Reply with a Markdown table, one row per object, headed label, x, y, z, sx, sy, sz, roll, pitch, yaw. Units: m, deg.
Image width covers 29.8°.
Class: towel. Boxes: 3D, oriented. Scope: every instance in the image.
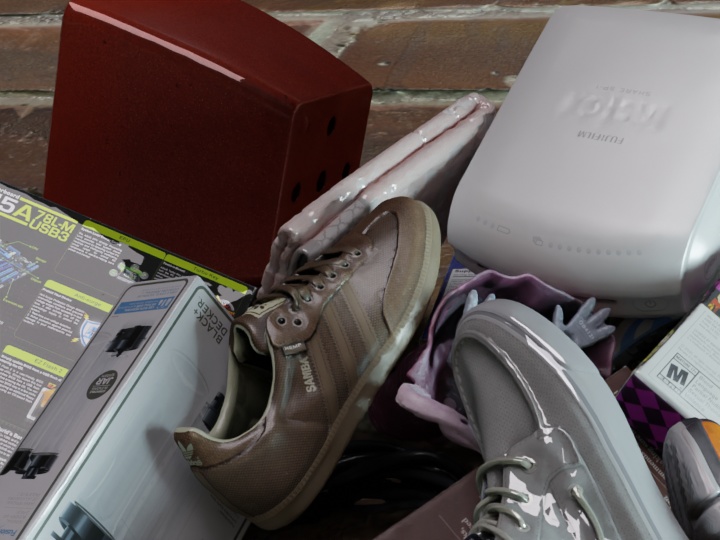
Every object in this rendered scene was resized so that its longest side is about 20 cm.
| label | x | y | z | sx | sy | sz | roll | pitch | yaw |
| --- | --- | --- | --- | --- | --- | --- | --- | --- | --- |
| towel | 0.000 | 0.000 | 0.859 | 0.032 | 0.201 | 0.191 | 40 | 51 | 16 |

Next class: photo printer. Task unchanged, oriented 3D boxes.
| label | x | y | z | sx | sy | sz | roll | pitch | yaw |
| --- | --- | --- | --- | --- | --- | --- | --- | --- | --- |
| photo printer | 0.153 | -0.064 | 0.812 | 0.165 | 0.070 | 0.201 | 14 | 61 | 32 |

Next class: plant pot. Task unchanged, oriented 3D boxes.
| label | x | y | z | sx | sy | sz | roll | pitch | yaw |
| --- | --- | --- | --- | --- | --- | --- | --- | --- | --- |
| plant pot | -0.104 | -0.090 | 1.015 | 0.175 | 0.202 | 0.200 | 18 | 21 | 21 |

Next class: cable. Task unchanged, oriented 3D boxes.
| label | x | y | z | sx | sy | sz | roll | pitch | yaw |
| --- | --- | --- | --- | --- | --- | --- | --- | --- | --- |
| cable | -0.021 | 0.155 | 0.723 | 0.198 | 0.051 | 0.163 | 2 | 31 | 18 |

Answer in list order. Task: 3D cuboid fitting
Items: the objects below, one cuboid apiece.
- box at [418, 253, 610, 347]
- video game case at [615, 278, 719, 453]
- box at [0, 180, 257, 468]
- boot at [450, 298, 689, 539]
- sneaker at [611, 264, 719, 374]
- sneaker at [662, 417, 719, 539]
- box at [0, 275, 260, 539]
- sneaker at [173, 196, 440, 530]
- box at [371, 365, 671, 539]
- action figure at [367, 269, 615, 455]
| label | x | y | z | sx | sy | sz | roll | pitch | yaw |
| --- | --- | --- | --- | --- | --- | --- | --- | --- | --- |
| box | 0.122 | 0.007 | 0.966 | 0.120 | 0.033 | 0.200 | 1 | 32 | 16 |
| video game case | 0.251 | 0.081 | 0.697 | 0.200 | 0.036 | 0.181 | 41 | 48 | 13 |
| box | -0.189 | 0.055 | 0.819 | 0.198 | 0.048 | 0.194 | 22 | 53 | 3 |
| boot | 0.075 | 0.104 | 0.589 | 0.095 | 0.074 | 0.201 | -15 | 60 | -33 |
| sneaker | 0.206 | 0.011 | 0.824 | 0.200 | 0.072 | 0.072 | -40 | 45 | -15 |
| sneaker | 0.219 | 0.140 | 0.592 | 0.111 | 0.078 | 0.201 | -24 | 67 | -6 |
| box | -0.117 | 0.115 | 0.686 | 0.060 | 0.117 | 0.201 | -5 | 44 | 41 |
| sneaker | -0.023 | 0.030 | 0.698 | 0.070 | 0.075 | 0.201 | -13 | 44 | 52 |
| box | 0.088 | 0.143 | 0.659 | 0.199 | 0.075 | 0.100 | -27 | 64 | -33 |
| action figure | 0.056 | 0.072 | 0.781 | 0.200 | 0.134 | 0.150 | -35 | 23 | 56 |
